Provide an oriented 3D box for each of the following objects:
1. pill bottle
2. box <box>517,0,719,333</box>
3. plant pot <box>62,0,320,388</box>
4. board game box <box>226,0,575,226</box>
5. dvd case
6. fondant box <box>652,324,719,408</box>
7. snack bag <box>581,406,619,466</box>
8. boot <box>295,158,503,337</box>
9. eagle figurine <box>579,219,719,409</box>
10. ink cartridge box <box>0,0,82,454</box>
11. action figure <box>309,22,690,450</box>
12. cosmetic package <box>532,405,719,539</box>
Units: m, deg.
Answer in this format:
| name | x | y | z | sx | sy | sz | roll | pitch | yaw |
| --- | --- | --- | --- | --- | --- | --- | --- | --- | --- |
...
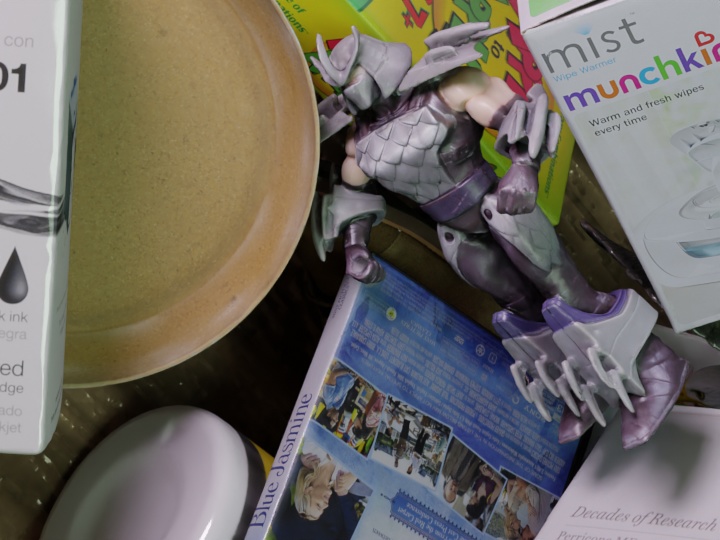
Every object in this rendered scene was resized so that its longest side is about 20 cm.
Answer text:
| name | x | y | z | sx | sy | sz | roll | pitch | yaw |
| --- | --- | --- | --- | --- | --- | --- | --- | --- | --- |
| pill bottle | -0.035 | 0.153 | 1.135 | 0.200 | 0.114 | 0.114 | 40 | 81 | -35 |
| box | 0.134 | -0.112 | 1.075 | 0.096 | 0.200 | 0.177 | -19 | 131 | 17 |
| plant pot | -0.116 | -0.053 | 1.031 | 0.199 | 0.027 | 0.201 | -1 | 107 | -3 |
| board game box | 0.015 | -0.110 | 1.093 | 0.200 | 0.048 | 0.102 | 44 | 42 | -31 |
| dvd case | 0.018 | 0.112 | 1.086 | 0.143 | 0.018 | 0.200 | 34 | 64 | -30 |
| fondant box | 0.125 | 0.126 | 1.250 | 0.144 | 0.058 | 0.201 | 16 | 88 | -35 |
| snack bag | 0.122 | 0.169 | 1.190 | 0.200 | 0.021 | 0.189 | 43 | 62 | -29 |
| boot | 0.000 | 0.000 | 1.143 | 0.200 | 0.074 | 0.076 | 29 | 97 | -38 |
| eagle figurine | 0.196 | 0.034 | 1.168 | 0.151 | 0.152 | 0.200 | -18 | 111 | 5 |
| ink cartridge box | -0.180 | -0.042 | 0.970 | 0.146 | 0.086 | 0.201 | 4 | 105 | -4 |
| action figure | 0.048 | -0.019 | 1.039 | 0.200 | 0.130 | 0.069 | 49 | 56 | -15 |
| cosmetic package | 0.157 | 0.184 | 1.082 | 0.200 | 0.165 | 0.165 | -53 | 126 | -32 |
